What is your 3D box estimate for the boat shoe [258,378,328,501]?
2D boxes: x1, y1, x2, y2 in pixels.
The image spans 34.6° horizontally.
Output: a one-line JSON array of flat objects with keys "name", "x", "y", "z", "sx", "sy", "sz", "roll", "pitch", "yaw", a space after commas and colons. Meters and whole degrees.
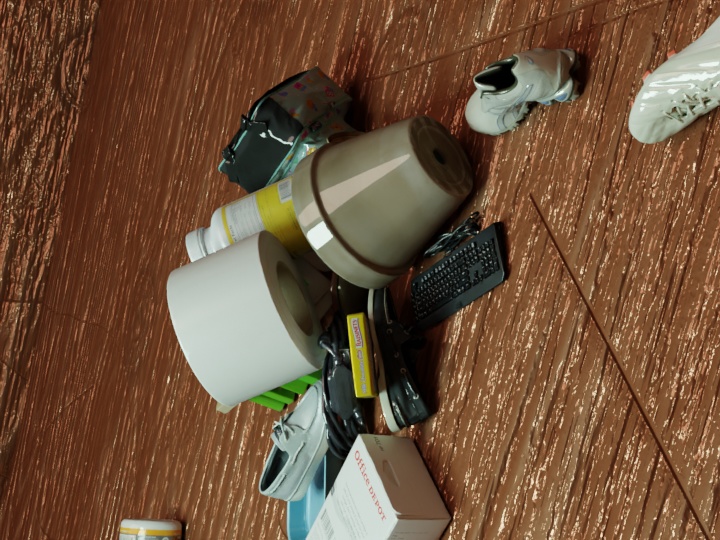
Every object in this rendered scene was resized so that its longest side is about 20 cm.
[{"name": "boat shoe", "x": -0.091, "y": 0.241, "z": 1.631, "sx": 0.070, "sy": 0.071, "sz": 0.201, "roll": 51, "pitch": 127, "yaw": 53}]

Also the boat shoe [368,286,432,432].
[{"name": "boat shoe", "x": 0.054, "y": 0.105, "z": 1.487, "sx": 0.066, "sy": 0.075, "sz": 0.200, "roll": -15, "pitch": 59, "yaw": 15}]

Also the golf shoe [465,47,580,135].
[{"name": "golf shoe", "x": 0.162, "y": -0.214, "z": 1.334, "sx": 0.200, "sy": 0.097, "sz": 0.079, "roll": -24, "pitch": 63, "yaw": 60}]

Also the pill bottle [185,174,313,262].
[{"name": "pill bottle", "x": -0.143, "y": -0.055, "z": 1.651, "sx": 0.200, "sy": 0.112, "sz": 0.112, "roll": -23, "pitch": 52, "yaw": 10}]

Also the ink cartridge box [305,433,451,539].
[{"name": "ink cartridge box", "x": 0.017, "y": 0.329, "z": 1.465, "sx": 0.200, "sy": 0.086, "sz": 0.147, "roll": -63, "pitch": 33, "yaw": 28}]

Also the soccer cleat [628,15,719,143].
[{"name": "soccer cleat", "x": 0.320, "y": -0.176, "z": 1.057, "sx": 0.200, "sy": 0.069, "sz": 0.078, "roll": -50, "pitch": 44, "yaw": 41}]

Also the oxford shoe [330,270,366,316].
[{"name": "oxford shoe", "x": 0.000, "y": 0.000, "z": 1.612, "sx": 0.070, "sy": 0.075, "sz": 0.201, "roll": -59, "pitch": -31, "yaw": -67}]

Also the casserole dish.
[{"name": "casserole dish", "x": -0.064, "y": 0.313, "z": 1.676, "sx": 0.121, "sy": 0.039, "sz": 0.201, "roll": -24, "pitch": 60, "yaw": 59}]

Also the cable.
[{"name": "cable", "x": -0.026, "y": 0.158, "z": 1.548, "sx": 0.163, "sy": 0.051, "sz": 0.200, "roll": -92, "pitch": -7, "yaw": -69}]

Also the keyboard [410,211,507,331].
[{"name": "keyboard", "x": 0.108, "y": -0.002, "z": 1.438, "sx": 0.200, "sy": 0.040, "sz": 0.104, "roll": -37, "pitch": 51, "yaw": 52}]

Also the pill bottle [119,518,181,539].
[{"name": "pill bottle", "x": -0.397, "y": 0.566, "z": 2.154, "sx": 0.116, "sy": 0.116, "sz": 0.201, "roll": -15, "pitch": 70, "yaw": 60}]

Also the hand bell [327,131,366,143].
[{"name": "hand bell", "x": -0.008, "y": -0.088, "z": 1.655, "sx": 0.104, "sy": 0.104, "sz": 0.200, "roll": -131, "pitch": 44, "yaw": -56}]

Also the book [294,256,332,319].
[{"name": "book", "x": -0.136, "y": 0.021, "z": 1.705, "sx": 0.200, "sy": 0.048, "sz": 0.134, "roll": 40, "pitch": 91, "yaw": 33}]

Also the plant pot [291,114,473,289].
[{"name": "plant pot", "x": 0.041, "y": -0.104, "z": 1.464, "sx": 0.173, "sy": 0.200, "sz": 0.200, "roll": -34, "pitch": 51, "yaw": 34}]

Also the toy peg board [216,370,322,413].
[{"name": "toy peg board", "x": -0.127, "y": 0.117, "z": 1.820, "sx": 0.200, "sy": 0.098, "sz": 0.200, "roll": -40, "pitch": 33, "yaw": 51}]

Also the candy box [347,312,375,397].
[{"name": "candy box", "x": 0.004, "y": 0.114, "z": 1.496, "sx": 0.200, "sy": 0.026, "sz": 0.103, "roll": 69, "pitch": -168, "yaw": -82}]

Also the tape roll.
[{"name": "tape roll", "x": -0.149, "y": 0.063, "z": 1.544, "sx": 0.139, "sy": 0.203, "sz": 0.203, "roll": -24, "pitch": 51, "yaw": 11}]

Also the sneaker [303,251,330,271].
[{"name": "sneaker", "x": -0.055, "y": -0.089, "z": 1.719, "sx": 0.200, "sy": 0.088, "sz": 0.075, "roll": -68, "pitch": 29, "yaw": 23}]

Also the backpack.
[{"name": "backpack", "x": -0.094, "y": -0.204, "z": 1.741, "sx": 0.176, "sy": 0.153, "sz": 0.200, "roll": -55, "pitch": 0, "yaw": 43}]
